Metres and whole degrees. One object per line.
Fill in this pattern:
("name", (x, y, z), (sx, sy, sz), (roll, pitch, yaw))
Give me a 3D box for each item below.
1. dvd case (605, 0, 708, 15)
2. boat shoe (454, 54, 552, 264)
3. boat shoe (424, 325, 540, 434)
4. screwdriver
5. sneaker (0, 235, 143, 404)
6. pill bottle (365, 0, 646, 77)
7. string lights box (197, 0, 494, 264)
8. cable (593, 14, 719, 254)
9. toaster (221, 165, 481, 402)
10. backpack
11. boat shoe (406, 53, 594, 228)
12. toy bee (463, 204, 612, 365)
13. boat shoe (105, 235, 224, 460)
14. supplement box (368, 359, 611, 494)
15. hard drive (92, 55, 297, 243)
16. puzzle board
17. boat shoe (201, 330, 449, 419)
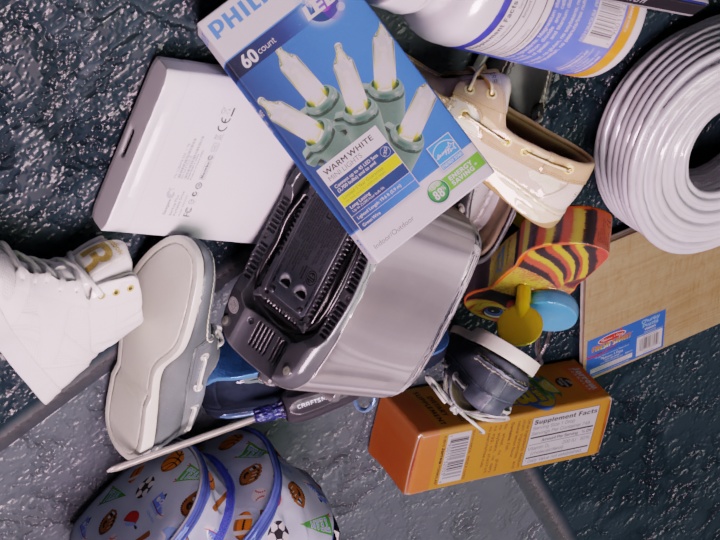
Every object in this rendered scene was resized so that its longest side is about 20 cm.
("dvd case", (0.145, -0.255, 1.627), (0.199, 0.151, 0.025), (6, 150, -39))
("boat shoe", (0.106, -0.098, 1.789), (0.074, 0.060, 0.201), (5, 121, -37))
("boat shoe", (0.093, 0.087, 1.858), (0.075, 0.200, 0.062), (34, 84, -8))
("screwdriver", (-0.094, 0.112, 1.761), (0.199, 0.028, 0.029), (-15, 129, -14))
("sneaker", (-0.218, 0.002, 1.636), (0.115, 0.074, 0.200), (-37, 148, -6))
("pill bottle", (0.094, -0.205, 1.651), (0.199, 0.112, 0.113), (9, 119, -35))
("string lights box", (-0.011, -0.114, 1.602), (0.103, 0.200, 0.059), (-38, -178, -3))
("cable", (0.281, -0.107, 1.895), (0.199, 0.069, 0.201), (-21, 131, -20))
("toaster", (0.000, 0.000, 1.717), (0.129, 0.113, 0.201), (17, 103, -47))
("backpack", (-0.118, 0.211, 1.809), (0.190, 0.200, 0.154), (-42, 125, -3))
("boat shoe", (0.085, -0.114, 1.715), (0.200, 0.074, 0.069), (35, 110, -22))
("toy bee", (0.120, 0.013, 1.857), (0.108, 0.131, 0.201), (12, 128, -8))
("boat shoe", (-0.135, 0.052, 1.738), (0.062, 0.073, 0.201), (-13, 136, -38))
("supplement box", (0.109, 0.128, 1.978), (0.199, 0.067, 0.069), (-7, 125, -32))
("hard drive", (-0.082, -0.081, 1.693), (0.199, 0.027, 0.132), (5, 122, -38))
("puzzle board", (0.270, 0.002, 2.026), (0.199, 0.017, 0.151), (-22, 135, -19))
("boat shoe", (-0.032, 0.069, 1.831), (0.199, 0.084, 0.069), (-4, 136, -13))
